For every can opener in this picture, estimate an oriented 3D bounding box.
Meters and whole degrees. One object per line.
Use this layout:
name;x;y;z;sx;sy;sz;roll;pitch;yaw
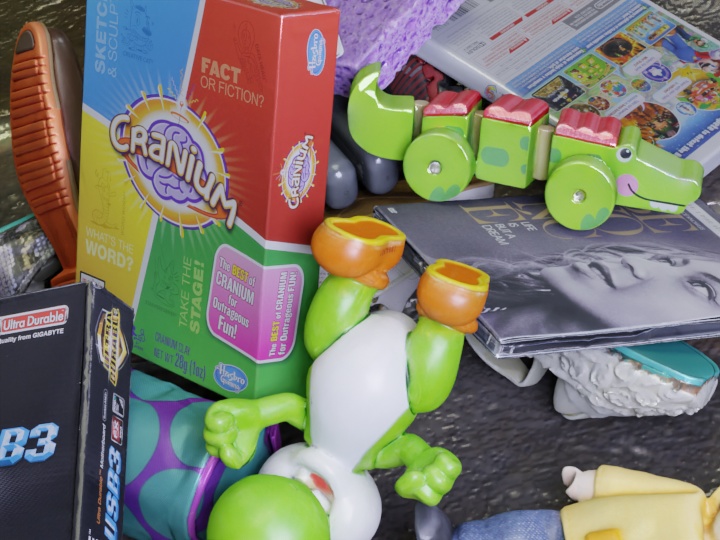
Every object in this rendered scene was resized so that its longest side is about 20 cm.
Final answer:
can opener;-0.039;-0.093;1.296;0.052;0.067;0.200;-22;38;-17

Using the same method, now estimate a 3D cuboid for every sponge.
sponge;-0.042;-0.160;1.300;0.199;0.030;0.112;16;53;38

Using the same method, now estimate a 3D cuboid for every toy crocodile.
toy crocodile;0.088;-0.068;1.190;0.198;0.062;0.068;12;22;12

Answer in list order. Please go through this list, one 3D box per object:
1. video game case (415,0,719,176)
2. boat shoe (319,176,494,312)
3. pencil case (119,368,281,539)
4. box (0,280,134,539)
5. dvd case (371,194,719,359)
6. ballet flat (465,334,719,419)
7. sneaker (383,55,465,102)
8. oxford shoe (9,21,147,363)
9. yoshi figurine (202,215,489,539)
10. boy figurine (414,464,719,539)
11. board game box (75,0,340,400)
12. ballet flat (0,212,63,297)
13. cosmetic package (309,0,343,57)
video game case;0.136;-0.122;1.291;0.199;0.018;0.143;34;46;23
boat shoe;0.000;0.000;1.231;0.199;0.070;0.071;-24;17;-36
pencil case;-0.135;0.085;1.164;0.199;0.086;0.092;17;36;31
box;-0.212;0.118;1.110;0.199;0.050;0.200;-9;66;23
dvd case;0.125;-0.004;1.158;0.199;0.016;0.149;-4;29;-26
ballet flat;0.108;0.039;1.164;0.072;0.072;0.200;-36;46;-21
sneaker;0.008;-0.126;1.350;0.097;0.071;0.201;-26;48;-1
oxford shoe;-0.147;-0.045;1.244;0.072;0.202;0.071;-17;10;-25
yoshi figurine;-0.015;0.082;1.060;0.111;0.201;0.112;13;17;-30
boy figurine;0.127;0.140;1.054;0.198;0.065;0.125;-8;41;12
board game box;-0.082;-0.048;1.124;0.040;0.202;0.152;-12;24;-43
ballet flat;-0.149;-0.026;1.306;0.200;0.072;0.072;-37;48;-21
cosmetic package;-0.084;-0.193;1.254;0.071;0.106;0.200;-27;42;-2
